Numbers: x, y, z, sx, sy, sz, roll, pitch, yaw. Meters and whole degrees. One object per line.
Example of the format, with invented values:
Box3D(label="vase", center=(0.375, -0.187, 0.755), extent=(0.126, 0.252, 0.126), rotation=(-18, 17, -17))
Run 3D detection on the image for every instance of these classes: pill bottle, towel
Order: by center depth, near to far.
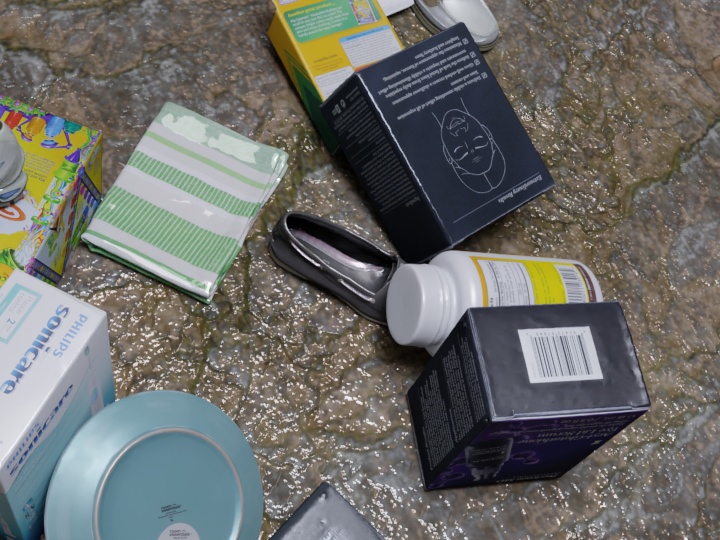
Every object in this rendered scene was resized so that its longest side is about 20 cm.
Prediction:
Box3D(label="pill bottle", center=(0.130, 0.038, 1.003), extent=(0.200, 0.109, 0.109), rotation=(4, 60, -25))
Box3D(label="towel", center=(-0.178, -0.076, 1.055), extent=(0.152, 0.023, 0.200), rotation=(24, 58, 1))

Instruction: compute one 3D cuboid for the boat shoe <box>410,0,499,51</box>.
Box3D(label="boat shoe", center=(0.096, -0.353, 1.256), extent=(0.200, 0.068, 0.075), rotation=(44, 60, 12))

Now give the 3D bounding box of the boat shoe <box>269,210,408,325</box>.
Box3D(label="boat shoe", center=(0.000, 0.000, 1.038), extent=(0.200, 0.057, 0.067), rotation=(25, 58, 0))

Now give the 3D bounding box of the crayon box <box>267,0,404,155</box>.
Box3D(label="crayon box", center=(-0.018, -0.242, 1.158), extent=(0.126, 0.052, 0.200), rotation=(-22, 79, -24))

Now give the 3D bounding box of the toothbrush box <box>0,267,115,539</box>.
Box3D(label="toothbrush box", center=(-0.270, 0.118, 0.816), extent=(0.085, 0.200, 0.147), rotation=(26, 59, 4))

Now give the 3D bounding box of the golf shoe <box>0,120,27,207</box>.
Box3D(label="golf shoe", center=(-0.372, -0.074, 0.820), extent=(0.200, 0.097, 0.078), rotation=(-28, 74, -24))

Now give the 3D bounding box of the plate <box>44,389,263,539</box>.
Box3D(label="plate", center=(-0.161, 0.199, 0.847), extent=(0.200, 0.026, 0.201), rotation=(7, 78, -37))

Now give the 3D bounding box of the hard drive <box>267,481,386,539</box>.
Box3D(label="hard drive", center=(-0.048, 0.299, 0.865), extent=(0.140, 0.033, 0.200), rotation=(44, 60, 5))

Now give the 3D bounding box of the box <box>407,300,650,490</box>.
Box3D(label="box", center=(0.143, 0.117, 0.926), extent=(0.148, 0.200, 0.104), rotation=(-2, 62, -15))

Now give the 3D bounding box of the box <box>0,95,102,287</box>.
Box3D(label="box", center=(-0.369, -0.058, 0.937), extent=(0.200, 0.122, 0.193), rotation=(21, 58, -3))

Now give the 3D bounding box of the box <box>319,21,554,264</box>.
Box3D(label="box", center=(0.080, -0.131, 1.070), extent=(0.148, 0.107, 0.200), rotation=(-29, 90, -26))

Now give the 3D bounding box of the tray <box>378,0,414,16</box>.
Box3D(label="tray", center=(-0.034, -0.376, 1.263), extent=(0.107, 0.022, 0.200), rotation=(-30, 72, -28))
